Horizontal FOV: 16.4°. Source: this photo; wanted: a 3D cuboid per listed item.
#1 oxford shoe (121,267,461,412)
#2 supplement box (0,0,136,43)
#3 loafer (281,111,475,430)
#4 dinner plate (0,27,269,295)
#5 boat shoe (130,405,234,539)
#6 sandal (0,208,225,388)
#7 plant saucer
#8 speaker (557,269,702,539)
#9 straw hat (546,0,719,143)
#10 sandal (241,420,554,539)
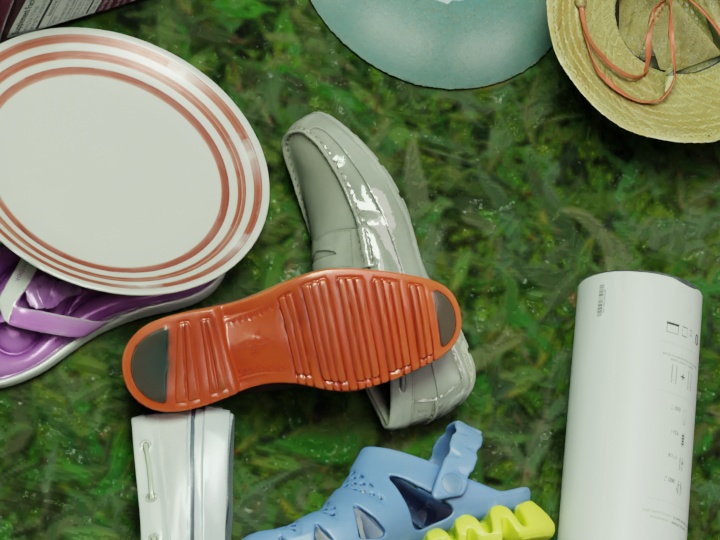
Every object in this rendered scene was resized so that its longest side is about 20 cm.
[{"bbox_3d":[-0.041,0.037,1.463,0.198,0.073,0.072,-7,92,-4],"label":"oxford shoe"},{"bbox_3d":[-0.147,-0.238,1.522,0.199,0.103,0.132,-20,80,-23],"label":"supplement box"},{"bbox_3d":[0.000,0.000,1.511,0.069,0.070,0.201,-23,81,-31],"label":"loafer"},{"bbox_3d":[-0.151,-0.062,1.484,0.198,0.024,0.201,12,49,-14],"label":"dinner plate"},{"bbox_3d":[-0.106,0.177,1.429,0.066,0.074,0.202,0,65,2],"label":"boat shoe"},{"bbox_3d":[-0.170,0.005,1.466,0.201,0.050,0.083,-23,81,-22],"label":"sandal"},{"bbox_3d":[0.055,-0.218,1.615,0.199,0.039,0.203,5,71,-15],"label":"plant saucer"},{"bbox_3d":[0.164,0.107,1.522,0.081,0.081,0.202,11,70,-14],"label":"speaker"},{"bbox_3d":[0.203,-0.163,1.619,0.199,0.085,0.203,2,75,-9],"label":"straw hat"},{"bbox_3d":[0.013,0.144,1.470,0.199,0.079,0.088,-10,72,-29],"label":"sandal"}]
